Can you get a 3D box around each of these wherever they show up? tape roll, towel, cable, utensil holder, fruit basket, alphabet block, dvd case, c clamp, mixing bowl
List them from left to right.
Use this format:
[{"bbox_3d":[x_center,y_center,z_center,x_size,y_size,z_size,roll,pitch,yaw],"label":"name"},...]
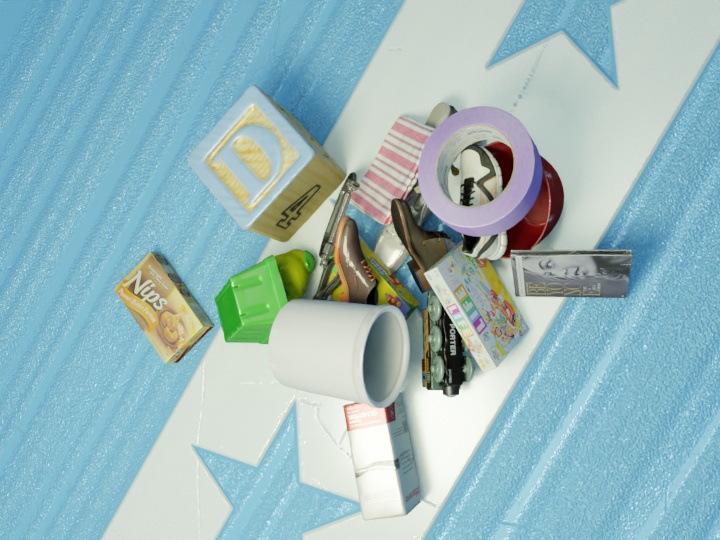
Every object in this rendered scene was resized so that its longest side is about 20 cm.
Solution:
[{"bbox_3d":[-0.175,-0.196,1.471,0.196,0.200,0.196,-43,76,8],"label":"alphabet block"},{"bbox_3d":[-0.166,0.047,1.475,0.212,0.215,0.159,-19,80,13],"label":"fruit basket"},{"bbox_3d":[-0.072,0.064,1.479,0.096,0.050,0.204,27,105,41],"label":"cable"},{"bbox_3d":[-0.037,0.136,1.330,0.196,0.169,0.174,6,86,32],"label":"utensil holder"},{"bbox_3d":[-0.040,-0.096,1.447,0.027,0.171,0.204,20,82,-8],"label":"c clamp"},{"bbox_3d":[0.062,-0.193,1.447,0.202,0.030,0.146,-60,35,4],"label":"towel"},{"bbox_3d":[0.196,-0.162,1.266,0.196,0.065,0.205,-5,77,23],"label":"tape roll"},{"bbox_3d":[0.286,-0.129,1.359,0.198,0.107,0.205,14,108,49],"label":"mixing bowl"},{"bbox_3d":[0.362,0.008,1.327,0.195,0.149,0.016,1,61,16],"label":"dvd case"}]

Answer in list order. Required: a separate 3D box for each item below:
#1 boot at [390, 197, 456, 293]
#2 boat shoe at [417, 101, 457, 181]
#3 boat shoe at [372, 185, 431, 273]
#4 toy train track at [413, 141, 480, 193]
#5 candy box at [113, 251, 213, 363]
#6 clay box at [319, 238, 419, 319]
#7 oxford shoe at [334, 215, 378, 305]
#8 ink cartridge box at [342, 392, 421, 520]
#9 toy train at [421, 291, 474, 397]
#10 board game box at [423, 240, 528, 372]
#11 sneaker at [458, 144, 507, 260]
[{"bbox_3d":[0.121,-0.062,1.399,0.095,0.203,0.075,-26,35,-6],"label":"boot"},{"bbox_3d":[0.126,-0.221,1.460,0.202,0.056,0.067,-56,35,9],"label":"boat shoe"},{"bbox_3d":[0.076,-0.081,1.455,0.070,0.069,0.203,30,95,13],"label":"boat shoe"},{"bbox_3d":[0.171,-0.194,1.404,0.200,0.114,0.033,-44,99,-30],"label":"toy train track"},{"bbox_3d":[-0.407,0.076,1.587,0.115,0.055,0.201,-41,75,9],"label":"candy box"},{"bbox_3d":[0.006,0.034,1.458,0.200,0.047,0.115,47,120,14],"label":"clay box"},{"bbox_3d":[0.000,0.000,1.392,0.071,0.071,0.204,2,111,27],"label":"oxford shoe"},{"bbox_3d":[0.042,0.333,1.388,0.082,0.144,0.205,-14,81,14],"label":"ink cartridge box"},{"bbox_3d":[0.150,0.127,1.394,0.083,0.114,0.205,1,81,-17],"label":"toy train"},{"bbox_3d":[0.207,0.056,1.348,0.034,0.134,0.202,-27,97,46],"label":"board game box"},{"bbox_3d":[0.201,-0.118,1.322,0.073,0.079,0.205,-15,83,53],"label":"sneaker"}]
